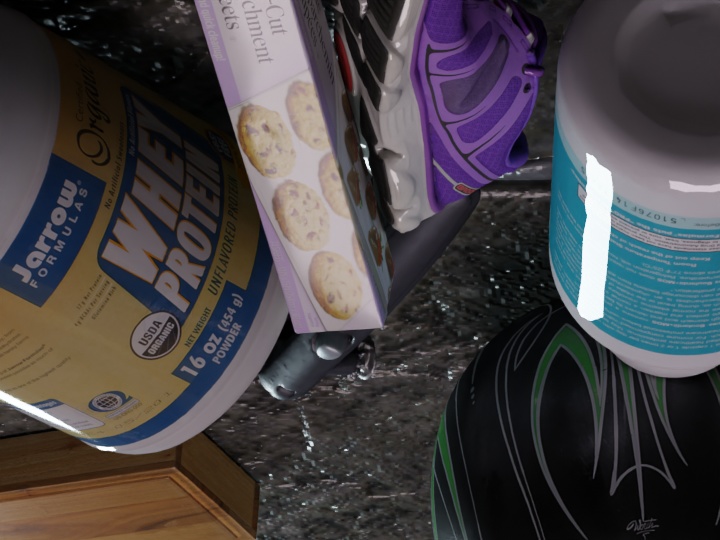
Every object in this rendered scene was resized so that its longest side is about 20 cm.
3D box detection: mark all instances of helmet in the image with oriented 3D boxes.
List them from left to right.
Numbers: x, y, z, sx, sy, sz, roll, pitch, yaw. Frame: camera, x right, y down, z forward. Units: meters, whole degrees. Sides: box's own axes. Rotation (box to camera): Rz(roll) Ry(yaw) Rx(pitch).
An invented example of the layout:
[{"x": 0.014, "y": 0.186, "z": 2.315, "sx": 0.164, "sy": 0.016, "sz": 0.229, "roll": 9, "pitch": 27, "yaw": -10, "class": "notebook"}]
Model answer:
[{"x": 0.122, "y": 0.102, "z": 1.303, "sx": 0.199, "sy": 0.192, "sz": 0.200, "roll": -5, "pitch": 175, "yaw": 0, "class": "helmet"}]

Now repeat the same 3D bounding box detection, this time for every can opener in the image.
[{"x": 0.000, "y": 0.000, "z": 1.272, "sx": 0.078, "sy": 0.064, "sz": 0.200, "roll": 18, "pitch": 148, "yaw": -24, "class": "can opener"}]

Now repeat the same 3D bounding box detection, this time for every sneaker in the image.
[{"x": 0.032, "y": -0.096, "z": 1.107, "sx": 0.083, "sy": 0.081, "sz": 0.200, "roll": -20, "pitch": 152, "yaw": -6, "class": "sneaker"}]

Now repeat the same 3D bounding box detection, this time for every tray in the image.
[{"x": -0.166, "y": 0.126, "z": 1.547, "sx": 0.199, "sy": 0.037, "sz": 0.099, "roll": -10, "pitch": 149, "yaw": 21, "class": "tray"}]

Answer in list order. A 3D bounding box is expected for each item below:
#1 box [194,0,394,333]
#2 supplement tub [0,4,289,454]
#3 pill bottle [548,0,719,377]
[{"x": -0.028, "y": -0.063, "z": 1.108, "sx": 0.041, "sy": 0.039, "sz": 0.201, "roll": -5, "pitch": 127, "yaw": 13, "class": "box"}, {"x": -0.139, "y": -0.022, "z": 1.161, "sx": 0.144, "sy": 0.145, "sz": 0.200, "roll": -22, "pitch": 143, "yaw": 38, "class": "supplement tub"}, {"x": 0.131, "y": -0.032, "z": 1.152, "sx": 0.110, "sy": 0.111, "sz": 0.200, "roll": 2, "pitch": 151, "yaw": 3, "class": "pill bottle"}]
